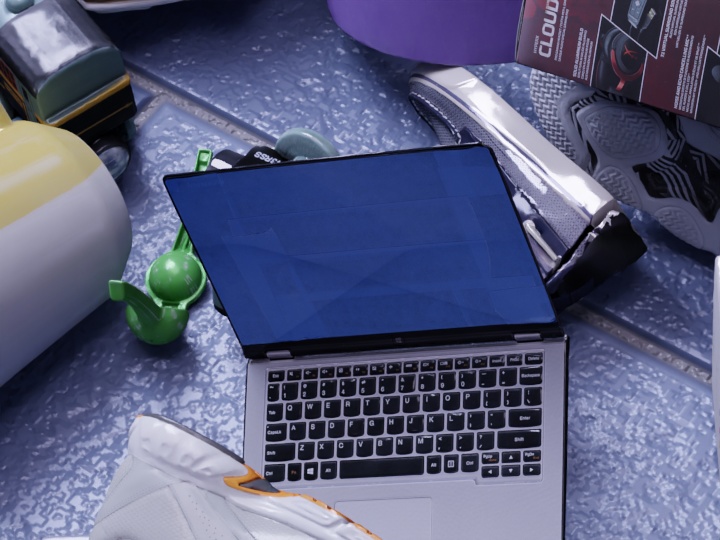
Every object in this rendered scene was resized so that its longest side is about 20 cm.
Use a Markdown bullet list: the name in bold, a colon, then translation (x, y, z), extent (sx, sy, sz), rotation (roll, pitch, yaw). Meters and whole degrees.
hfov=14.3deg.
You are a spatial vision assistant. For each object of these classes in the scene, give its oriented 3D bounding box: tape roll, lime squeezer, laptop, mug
- **tape roll**: translation (0.074, -0.207, 1.723), extent (0.199, 0.085, 0.200), rotation (-4, 31, 3)
- **lime squeezer**: translation (-0.115, -0.001, 1.647), extent (0.038, 0.071, 0.200), rotation (-11, 21, 18)
- **laptop**: translation (0.000, 0.054, 1.470), extent (0.187, 0.116, 0.201), rotation (-5, 74, 25)
- **mug**: translation (-0.214, -0.023, 1.607), extent (0.153, 0.187, 0.149), rotation (-31, 49, -26)

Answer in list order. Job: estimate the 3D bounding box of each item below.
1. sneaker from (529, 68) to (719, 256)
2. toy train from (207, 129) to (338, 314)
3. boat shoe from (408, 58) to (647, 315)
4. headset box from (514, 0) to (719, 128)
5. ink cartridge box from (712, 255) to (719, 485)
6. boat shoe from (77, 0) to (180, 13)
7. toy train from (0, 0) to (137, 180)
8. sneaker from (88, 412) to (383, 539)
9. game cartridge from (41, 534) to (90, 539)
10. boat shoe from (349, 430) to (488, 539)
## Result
- **sneaker**: translation (0.197, -0.083, 1.645), extent (0.200, 0.075, 0.115), rotation (35, 56, 1)
- **toy train**: translation (0.000, 0.000, 1.586), extent (0.199, 0.114, 0.085), rotation (22, 46, 24)
- **boat shoe**: translation (0.068, -0.043, 1.654), extent (0.093, 0.075, 0.200), rotation (-43, 48, -4)
- **headset box**: translation (0.189, -0.141, 1.571), extent (0.199, 0.075, 0.149), rotation (20, 26, 24)
- **ink cartridge box**: translation (0.252, 0.104, 1.487), extent (0.128, 0.125, 0.201), rotation (-3, 53, 4)
- **boat shoe**: translation (-0.091, -0.195, 1.759), extent (0.199, 0.071, 0.070), rotation (-10, 32, -18)
- **toy train**: translation (-0.202, -0.139, 1.724), extent (0.085, 0.114, 0.200), rotation (-30, 56, -16)
- **sneaker**: translation (-0.048, 0.155, 1.457), extent (0.199, 0.076, 0.092), rotation (26, 82, 23)
- **game cartridge**: translation (-0.122, 0.229, 1.493), extent (0.132, 0.041, 0.201), rotation (-4, 53, 7)
- **boat shoe**: translation (0.064, 0.156, 1.511), extent (0.072, 0.060, 0.200), rotation (-36, 58, -20)
